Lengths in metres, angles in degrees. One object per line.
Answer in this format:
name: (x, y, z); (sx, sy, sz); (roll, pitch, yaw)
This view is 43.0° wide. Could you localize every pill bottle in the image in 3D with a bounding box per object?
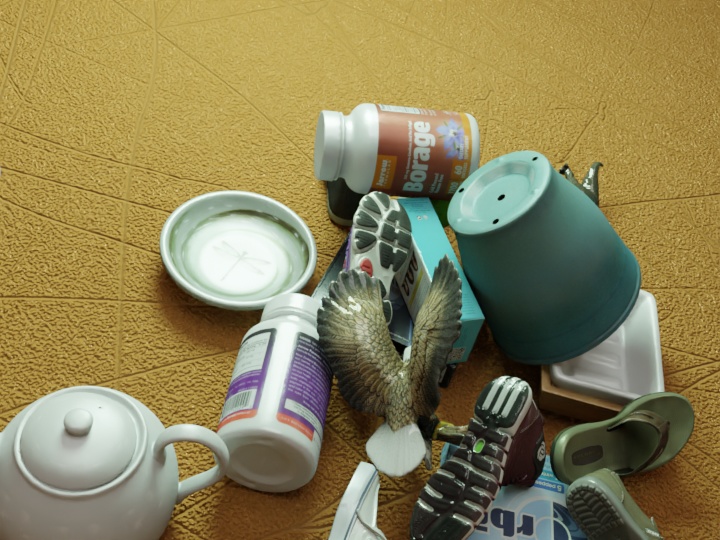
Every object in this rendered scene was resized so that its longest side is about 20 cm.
pill bottle: (0.044, -0.150, 1.156); (0.196, 0.113, 0.113); (3, 46, -11)
pill bottle: (-0.086, 0.125, 0.993); (0.109, 0.112, 0.202); (13, 45, -3)

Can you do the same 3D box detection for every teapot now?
teapot: (-0.259, 0.183, 0.867); (0.197, 0.147, 0.199); (39, 49, 21)

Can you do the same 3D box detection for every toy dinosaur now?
toy dinosaur: (0.307, -0.098, 1.356); (0.199, 0.077, 0.103); (-27, 71, -40)

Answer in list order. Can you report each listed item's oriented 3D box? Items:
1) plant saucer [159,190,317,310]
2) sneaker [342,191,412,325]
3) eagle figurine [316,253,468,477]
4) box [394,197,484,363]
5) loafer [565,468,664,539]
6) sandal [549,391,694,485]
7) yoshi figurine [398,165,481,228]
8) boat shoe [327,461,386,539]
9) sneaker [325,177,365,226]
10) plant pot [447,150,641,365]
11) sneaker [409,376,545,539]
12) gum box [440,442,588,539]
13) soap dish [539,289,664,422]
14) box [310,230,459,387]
plant saucer: (-0.154, -0.016, 1.152); (0.196, 0.051, 0.202); (8, 45, -8)
sneaker: (0.000, 0.000, 1.079); (0.080, 0.083, 0.203); (26, 66, -22)
eagle figurine: (0.047, 0.099, 0.972); (0.150, 0.203, 0.151); (-23, 23, -15)
box: (0.084, 0.009, 1.108); (0.048, 0.083, 0.202); (-5, 49, -19)
loafer: (0.290, 0.287, 0.936); (0.069, 0.075, 0.202); (-31, 89, -49)
sandal: (0.298, 0.191, 1.001); (0.198, 0.057, 0.081); (-15, 88, -27)
yoshi figurine: (0.119, -0.112, 1.282); (0.112, 0.113, 0.200); (33, 50, 8)
boat shoe: (0.004, 0.287, 0.890); (0.085, 0.075, 0.204); (18, 47, 4)
sneaker: (-0.016, -0.170, 1.297); (0.073, 0.107, 0.202); (0, 47, -14)
plant pot: (0.202, -0.027, 1.074); (0.198, 0.189, 0.202); (-26, 34, 19)
sneaker: (0.137, 0.219, 0.934); (0.075, 0.116, 0.202); (22, 73, 47)
gum box: (0.163, 0.282, 0.959); (0.167, 0.045, 0.202); (14, 46, -2)
soap dish: (0.295, 0.102, 1.141); (0.154, 0.082, 0.202); (14, 45, -2)
box: (0.049, 0.041, 1.158); (0.197, 0.044, 0.161); (24, 46, 8)
